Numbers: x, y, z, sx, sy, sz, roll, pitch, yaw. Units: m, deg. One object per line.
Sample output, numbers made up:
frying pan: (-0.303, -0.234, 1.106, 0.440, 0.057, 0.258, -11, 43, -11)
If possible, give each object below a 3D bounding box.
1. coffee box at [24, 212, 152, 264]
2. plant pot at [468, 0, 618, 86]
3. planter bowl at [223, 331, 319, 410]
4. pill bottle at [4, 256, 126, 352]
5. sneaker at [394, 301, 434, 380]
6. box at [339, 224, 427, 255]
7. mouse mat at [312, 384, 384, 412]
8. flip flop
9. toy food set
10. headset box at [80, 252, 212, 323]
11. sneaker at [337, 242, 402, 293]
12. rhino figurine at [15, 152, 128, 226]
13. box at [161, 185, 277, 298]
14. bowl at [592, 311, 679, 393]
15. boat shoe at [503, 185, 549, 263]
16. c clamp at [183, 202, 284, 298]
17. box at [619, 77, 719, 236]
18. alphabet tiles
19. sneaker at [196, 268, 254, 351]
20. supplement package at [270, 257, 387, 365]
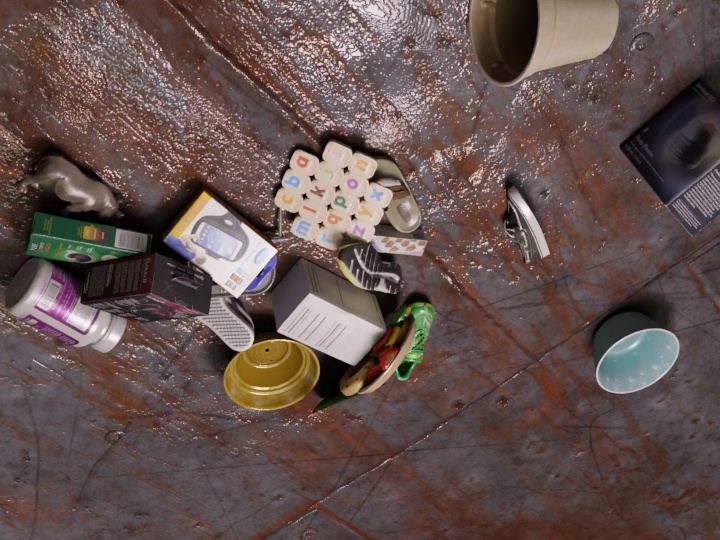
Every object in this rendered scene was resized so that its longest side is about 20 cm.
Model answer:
coffee box: (-0.469, -0.046, 1.534, 0.197, 0.045, 0.123, 10, 161, -22)
plant pot: (0.300, -0.403, 1.420, 0.181, 0.201, 0.203, -9, 132, -24)
planter bowl: (-0.186, 0.188, 1.825, 0.197, 0.084, 0.203, -8, 130, -9)
pill bottle: (-0.526, 0.068, 1.606, 0.112, 0.113, 0.199, -39, 129, 18)
sneaker: (0.115, 0.151, 1.882, 0.073, 0.084, 0.202, 3, 127, -18)
box: (0.030, -0.062, 1.708, 0.197, 0.042, 0.039, 4, 128, -21)
mouse mat: (-0.020, 0.261, 1.892, 0.159, 0.200, 0.008, -22, 89, 4)
flip flop: (0.056, -0.134, 1.643, 0.080, 0.058, 0.201, -30, 130, 9)
toy food set: (0.041, 0.161, 1.792, 0.048, 0.199, 0.200, 36, 145, -11)
headset box: (-0.367, 0.034, 1.565, 0.197, 0.076, 0.148, -7, 159, 33)
sneaker: (0.000, 0.000, 1.697, 0.089, 0.079, 0.199, 8, 167, 31)
rhino figurine: (-0.469, -0.125, 1.496, 0.087, 0.060, 0.199, -37, 131, 20)
box: (-0.243, -0.043, 1.600, 0.199, 0.042, 0.119, 39, 98, -21)
bowl: (0.611, 0.173, 2.033, 0.197, 0.106, 0.203, -9, 131, -10)
boat shoe: (0.318, -0.083, 1.756, 0.063, 0.071, 0.201, -28, 133, 7)
c clamp: (-0.233, -0.032, 1.645, 0.196, 0.027, 0.174, -10, 111, -11)
box: (0.623, -0.213, 1.651, 0.198, 0.201, 0.123, -41, 128, 18)
alphabet tiles: (-0.049, -0.133, 1.605, 0.193, 0.015, 0.202, 21, 121, -10)
sneaker: (-0.280, 0.066, 1.706, 0.078, 0.080, 0.201, -36, 105, 6)
supplement package: (-0.064, 0.083, 1.753, 0.198, 0.115, 0.110, 28, 117, -31)
